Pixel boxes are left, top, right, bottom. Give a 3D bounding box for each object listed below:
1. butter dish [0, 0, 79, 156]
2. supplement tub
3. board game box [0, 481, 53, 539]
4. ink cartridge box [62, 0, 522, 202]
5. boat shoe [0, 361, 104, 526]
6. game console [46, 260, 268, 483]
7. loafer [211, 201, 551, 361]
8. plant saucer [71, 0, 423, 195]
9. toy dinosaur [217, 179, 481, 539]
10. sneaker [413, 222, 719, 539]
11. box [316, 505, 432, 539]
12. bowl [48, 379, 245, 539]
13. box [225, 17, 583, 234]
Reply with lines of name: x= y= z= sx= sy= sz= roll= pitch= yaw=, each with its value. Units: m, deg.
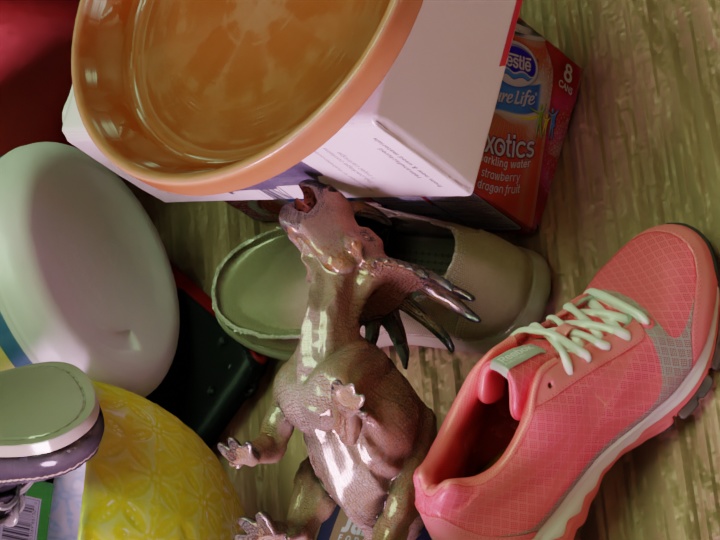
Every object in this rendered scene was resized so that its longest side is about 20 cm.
butter dish: x=-0.218 y=-0.125 z=1.637 sx=0.200 sy=0.147 sz=0.200 roll=-115 pitch=39 yaw=-51
supplement tub: x=-0.210 y=0.032 z=1.558 sx=0.200 sy=0.145 sz=0.145 roll=-25 pitch=54 yaw=27
board game box: x=-0.223 y=0.198 z=1.539 sx=0.200 sy=0.040 sz=0.153 roll=-28 pitch=52 yaw=57
ink cartridge box: x=-0.030 y=-0.114 z=1.420 sx=0.200 sy=0.084 sz=0.145 roll=0 pitch=66 yaw=40
boat shoe: x=-0.172 y=0.087 z=1.414 sx=0.073 sy=0.063 sz=0.200 roll=-35 pitch=18 yaw=-31
game console: x=-0.151 y=0.085 z=1.606 sx=0.177 sy=0.031 sz=0.200 roll=39 pitch=96 yaw=41
loafer: x=0.000 y=0.000 z=1.484 sx=0.200 sy=0.068 sz=0.076 roll=-3 pitch=59 yaw=37
plant saucer: x=-0.047 y=-0.125 z=1.358 sx=0.200 sy=0.032 sz=0.201 roll=-20 pitch=55 yaw=31
toy dinosaur: x=0.006 y=0.069 z=1.376 sx=0.086 sy=0.201 sz=0.136 roll=5 pitch=31 yaw=30
sneaker: x=0.095 y=0.051 z=1.349 sx=0.074 sy=0.087 sz=0.200 roll=24 pitch=71 yaw=40
box: x=0.016 y=0.182 z=1.406 sx=0.121 sy=0.032 sz=0.201 roll=6 pitch=72 yaw=42
bowl: x=-0.097 y=0.159 z=1.442 sx=0.200 sy=0.107 sz=0.201 roll=-171 pitch=90 yaw=-81
box: x=-0.001 y=-0.082 z=1.509 sx=0.200 sy=0.100 sz=0.096 roll=3 pitch=69 yaw=42
